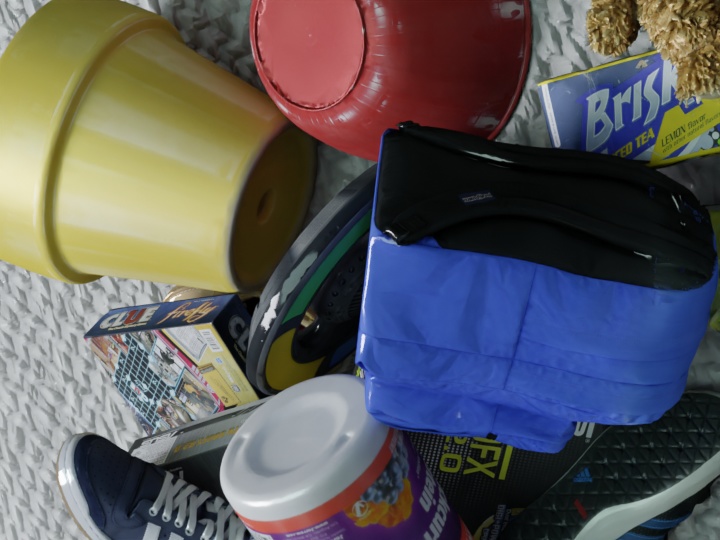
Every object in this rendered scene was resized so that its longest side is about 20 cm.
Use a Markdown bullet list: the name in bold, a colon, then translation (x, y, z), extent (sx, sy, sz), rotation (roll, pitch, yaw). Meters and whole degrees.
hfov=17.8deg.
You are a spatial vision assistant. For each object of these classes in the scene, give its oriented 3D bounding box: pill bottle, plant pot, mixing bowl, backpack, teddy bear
- **pill bottle**: translation (0.008, 0.170, 1.397), extent (0.111, 0.112, 0.200), rotation (-2, 131, 41)
- **plant pot**: translation (-0.140, -0.072, 1.589), extent (0.188, 0.201, 0.202), rotation (20, 114, 19)
- **mixing bowl**: translation (0.001, -0.158, 1.489), extent (0.199, 0.108, 0.201), rotation (10, 105, 39)
- **backpack**: translation (0.100, 0.013, 1.325), extent (0.199, 0.163, 0.169), rotation (6, 124, 0)
- **teddy bear**: translation (0.182, -0.177, 1.299), extent (0.145, 0.067, 0.201), rotation (-33, 48, 27)

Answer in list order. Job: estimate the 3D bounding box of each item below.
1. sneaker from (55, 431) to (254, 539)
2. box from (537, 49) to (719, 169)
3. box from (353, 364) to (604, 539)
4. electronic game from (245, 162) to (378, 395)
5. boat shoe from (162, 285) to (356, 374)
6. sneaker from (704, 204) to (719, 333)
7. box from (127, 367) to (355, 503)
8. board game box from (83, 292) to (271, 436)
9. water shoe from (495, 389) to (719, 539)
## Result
- **sneaker**: translation (-0.105, 0.169, 1.515), extent (0.108, 0.070, 0.200), rotation (-19, 124, 35)
- **box**: translation (0.205, -0.102, 1.352), extent (0.199, 0.064, 0.071), rotation (-13, 91, 42)
- **box**: translation (0.068, 0.111, 1.466), extent (0.044, 0.159, 0.201), rotation (-102, 24, -65)
- **electronic game**: translation (0.000, 0.000, 1.464), extent (0.042, 0.200, 0.201), rotation (41, 124, 18)
- **boat shoe**: translation (-0.077, 0.038, 1.627), extent (0.199, 0.069, 0.074), rotation (5, 103, 40)
- **sneaker**: translation (0.240, 0.020, 1.340), extent (0.200, 0.076, 0.076), rotation (30, 120, 36)
- **box**: translation (-0.046, 0.163, 1.569), extent (0.199, 0.048, 0.159), rotation (-18, 116, 29)
- **board game box**: translation (-0.094, 0.109, 1.622), extent (0.135, 0.035, 0.201), rotation (-7, 123, 42)
- **water shoe**: translation (0.169, 0.149, 1.443), extent (0.200, 0.079, 0.072), rotation (-37, 45, 16)
